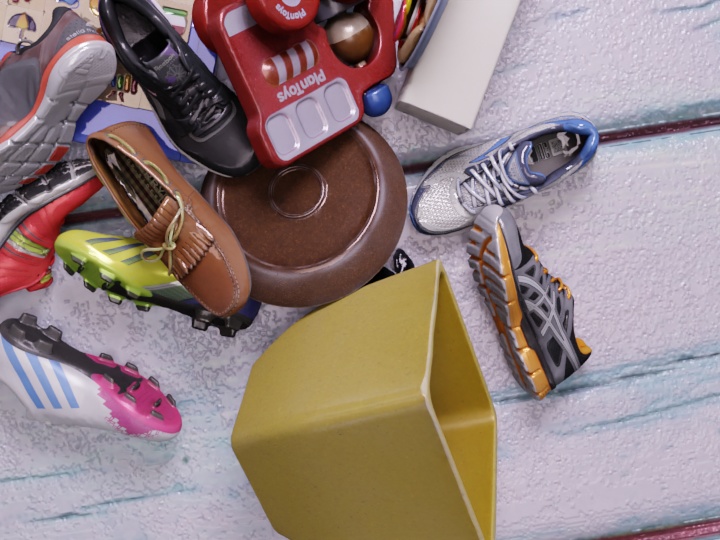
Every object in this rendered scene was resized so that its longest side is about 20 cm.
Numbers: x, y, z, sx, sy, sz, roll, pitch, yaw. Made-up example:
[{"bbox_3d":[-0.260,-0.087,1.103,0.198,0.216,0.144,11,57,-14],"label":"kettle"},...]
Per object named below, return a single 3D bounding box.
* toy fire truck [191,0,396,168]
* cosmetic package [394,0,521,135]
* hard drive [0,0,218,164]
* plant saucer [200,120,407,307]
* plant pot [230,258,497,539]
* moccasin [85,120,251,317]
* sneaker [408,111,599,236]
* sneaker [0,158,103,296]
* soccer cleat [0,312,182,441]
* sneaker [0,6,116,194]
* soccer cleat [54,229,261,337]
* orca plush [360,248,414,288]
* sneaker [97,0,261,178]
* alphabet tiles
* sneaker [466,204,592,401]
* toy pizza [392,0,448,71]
[{"bbox_3d":[-0.043,-0.201,1.037,0.199,0.112,0.170,-34,108,-36],"label":"toy fire truck"},{"bbox_3d":[0.101,-0.233,1.068,0.072,0.104,0.202,22,92,-3],"label":"cosmetic package"},{"bbox_3d":[-0.235,-0.182,1.076,0.197,0.025,0.134,10,94,-5],"label":"hard drive"},{"bbox_3d":[-0.056,-0.066,1.065,0.197,0.035,0.203,-2,71,6],"label":"plant saucer"},{"bbox_3d":[0.001,0.140,1.030,0.198,0.196,0.196,-14,121,15],"label":"plant pot"},{"bbox_3d":[-0.169,-0.044,1.021,0.073,0.078,0.203,-34,86,29],"label":"moccasin"},{"bbox_3d":[0.135,-0.094,1.089,0.198,0.085,0.078,-29,95,0],"label":"sneaker"},{"bbox_3d":[-0.310,-0.026,1.089,0.199,0.077,0.085,-39,115,1],"label":"sneaker"},{"bbox_3d":[-0.265,0.119,1.101,0.199,0.070,0.087,30,108,-2],"label":"soccer cleat"},{"bbox_3d":[-0.295,-0.150,1.034,0.200,0.077,0.082,-43,70,18],"label":"sneaker"},{"bbox_3d":[-0.185,-0.004,1.088,0.198,0.065,0.085,21,70,-13],"label":"soccer cleat"},{"bbox_3d":[0.000,0.000,1.095,0.104,0.071,0.202,-19,95,-2],"label":"orca plush"},{"bbox_3d":[-0.162,-0.161,1.019,0.076,0.088,0.200,-42,97,0],"label":"sneaker"},{"bbox_3d":[-0.251,-0.243,1.053,0.197,0.008,0.169,11,94,-5],"label":"alphabet tiles"},{"bbox_3d":[0.160,0.023,1.098,0.077,0.078,0.202,-26,117,-8],"label":"sneaker"},{"bbox_3d":[0.065,-0.273,1.013,0.031,0.200,0.202,21,93,-7],"label":"toy pizza"}]
